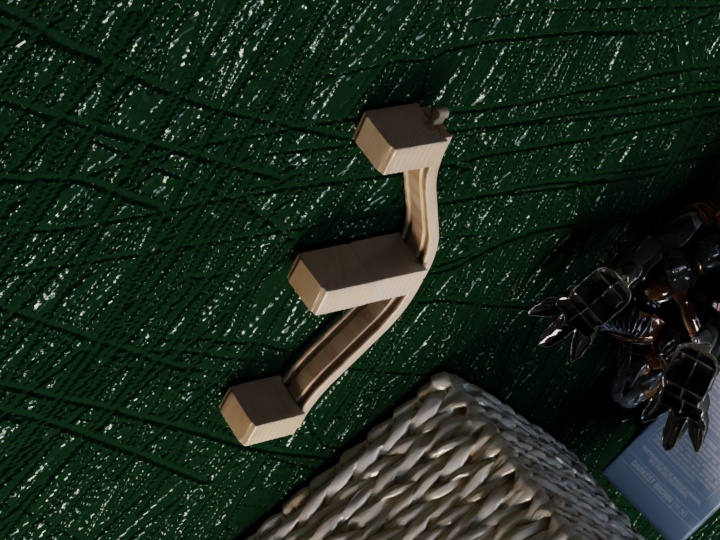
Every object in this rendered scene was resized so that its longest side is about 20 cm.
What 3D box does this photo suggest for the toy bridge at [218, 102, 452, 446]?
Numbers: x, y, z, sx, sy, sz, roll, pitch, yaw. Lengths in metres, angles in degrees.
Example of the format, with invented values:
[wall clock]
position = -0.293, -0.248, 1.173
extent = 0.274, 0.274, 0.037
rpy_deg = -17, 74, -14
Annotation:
[toy bridge]
position = 0.000, 0.000, 1.290
extent = 0.067, 0.027, 0.200
rpy_deg = -11, 142, -39

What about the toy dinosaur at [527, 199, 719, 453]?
[toy dinosaur]
position = 0.162, 0.005, 1.419
extent = 0.136, 0.102, 0.201
rpy_deg = -42, 146, -41

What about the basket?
[basket]
position = 0.057, 0.186, 1.477
extent = 0.198, 0.161, 0.200
rpy_deg = -41, 149, 10

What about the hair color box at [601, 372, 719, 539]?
[hair color box]
position = 0.225, 0.050, 1.518
extent = 0.200, 0.061, 0.099
rpy_deg = -46, 176, 19
